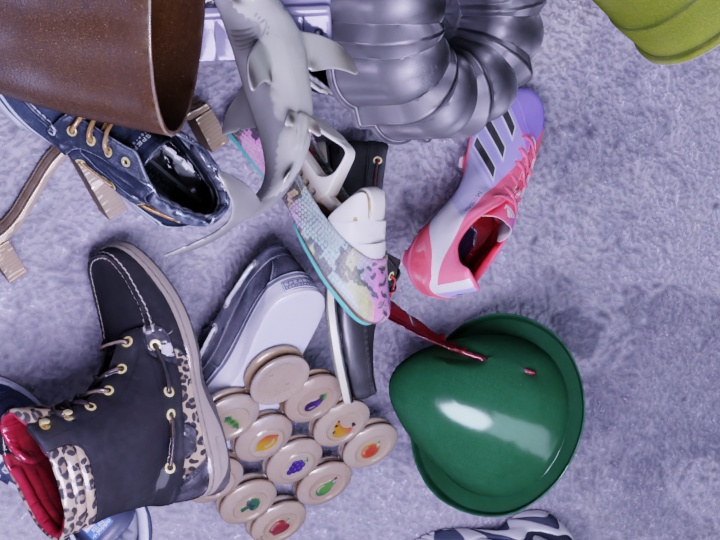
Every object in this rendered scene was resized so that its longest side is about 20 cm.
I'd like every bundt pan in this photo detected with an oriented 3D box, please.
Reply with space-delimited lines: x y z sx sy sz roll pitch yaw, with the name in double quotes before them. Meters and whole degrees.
"bundt pan" 0.066 -0.188 1.540 0.202 0.076 0.202 -13 108 -44

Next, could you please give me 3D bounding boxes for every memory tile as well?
"memory tile" -0.065 0.141 1.639 0.153 0.017 0.200 -40 141 7

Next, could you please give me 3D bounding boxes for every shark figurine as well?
"shark figurine" -0.073 -0.097 1.414 0.128 0.089 0.215 24 56 -39

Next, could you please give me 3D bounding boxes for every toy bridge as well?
"toy bridge" -0.194 -0.069 1.513 0.200 0.027 0.067 -34 121 -12

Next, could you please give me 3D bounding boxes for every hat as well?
"hat" 0.049 0.090 1.624 0.176 0.200 0.166 23 89 -47

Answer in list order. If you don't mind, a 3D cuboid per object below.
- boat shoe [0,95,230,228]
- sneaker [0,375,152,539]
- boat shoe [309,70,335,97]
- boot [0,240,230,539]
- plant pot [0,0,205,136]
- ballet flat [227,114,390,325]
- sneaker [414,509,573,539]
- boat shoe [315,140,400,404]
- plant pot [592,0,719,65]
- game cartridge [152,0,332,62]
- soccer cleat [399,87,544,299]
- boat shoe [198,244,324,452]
"boat shoe" -0.174 -0.103 1.448 0.200 0.091 0.071 39 77 -20
"sneaker" -0.232 0.151 1.540 0.070 0.108 0.200 -49 126 -2
"boat shoe" -0.061 -0.204 1.505 0.071 0.064 0.200 -45 125 -5
"boot" -0.189 0.088 1.500 0.150 0.073 0.201 -19 91 -39
"plant pot" -0.214 -0.186 1.354 0.199 0.187 0.187 3 114 6
"ballet flat" -0.025 -0.057 1.521 0.071 0.200 0.069 -40 162 23
"sneaker" 0.115 0.279 1.779 0.199 0.130 0.080 -9 115 -25
"boat shoe" 0.000 0.000 1.585 0.063 0.074 0.202 -3 87 -2
"plant pot" 0.205 -0.288 1.556 0.193 0.200 0.201 31 94 -23
"game cartridge" -0.086 -0.244 1.440 0.129 0.038 0.201 -3 104 -5
"soccer cleat" 0.104 -0.060 1.627 0.067 0.076 0.200 50 61 -34
"boat shoe" -0.096 0.067 1.608 0.072 0.068 0.200 2 130 -37
